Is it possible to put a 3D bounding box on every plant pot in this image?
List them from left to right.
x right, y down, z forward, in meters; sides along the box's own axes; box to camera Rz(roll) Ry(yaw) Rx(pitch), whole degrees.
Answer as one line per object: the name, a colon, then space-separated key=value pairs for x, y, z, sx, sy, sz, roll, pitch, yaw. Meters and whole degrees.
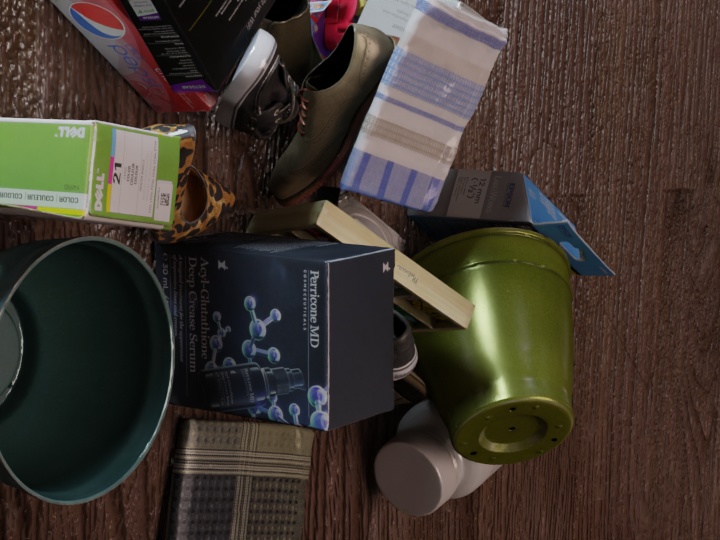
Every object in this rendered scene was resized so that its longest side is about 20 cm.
plant pot: x=-0.258 y=0.069 z=1.242 sx=0.200 sy=0.134 sz=0.202 roll=-12 pitch=105 yaw=-55
plant pot: x=0.145 y=0.092 z=1.706 sx=0.200 sy=0.199 sz=0.194 roll=46 pitch=26 yaw=-48

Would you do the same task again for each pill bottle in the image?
pill bottle: x=0.105 y=0.189 z=1.803 sx=0.200 sy=0.114 sz=0.115 roll=-32 pitch=121 yaw=-49

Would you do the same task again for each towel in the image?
towel: x=-0.122 y=0.241 z=1.564 sx=0.200 sy=0.034 sz=0.194 roll=13 pitch=81 yaw=-53
towel: x=0.063 y=-0.155 z=1.539 sx=0.147 sy=0.024 sz=0.201 roll=14 pitch=103 yaw=-53

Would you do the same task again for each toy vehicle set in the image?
toy vehicle set: x=0.000 y=0.000 z=1.556 sx=0.200 sy=0.124 sz=0.027 roll=34 pitch=67 yaw=-28

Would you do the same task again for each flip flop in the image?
flip flop: x=0.006 y=0.079 z=1.625 sx=0.200 sy=0.081 sz=0.058 roll=46 pitch=44 yaw=-41

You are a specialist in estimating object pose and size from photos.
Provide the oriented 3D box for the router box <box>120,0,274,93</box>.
router box: x=-0.125 y=-0.268 z=1.338 sx=0.201 sy=0.051 sz=0.150 roll=-62 pitch=140 yaw=-33

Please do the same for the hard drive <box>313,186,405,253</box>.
hard drive: x=-0.023 y=0.032 z=1.663 sx=0.140 sy=0.038 sz=0.201 roll=38 pitch=65 yaw=-51

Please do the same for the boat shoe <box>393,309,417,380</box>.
boat shoe: x=-0.028 y=0.030 z=1.510 sx=0.069 sy=0.199 sz=0.057 roll=-45 pitch=152 yaw=-31

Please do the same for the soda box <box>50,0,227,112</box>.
soda box: x=-0.189 y=-0.213 z=1.354 sx=0.200 sy=0.070 sz=0.064 roll=48 pitch=54 yaw=-47

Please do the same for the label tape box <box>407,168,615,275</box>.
label tape box: x=0.173 y=-0.054 z=1.790 sx=0.143 sy=0.199 sz=0.066 roll=38 pitch=62 yaw=-51

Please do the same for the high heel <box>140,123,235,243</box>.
high heel: x=-0.139 y=-0.080 z=1.380 sx=0.199 sy=0.142 sz=0.072 roll=-1 pitch=69 yaw=-53

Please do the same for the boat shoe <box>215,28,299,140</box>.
boat shoe: x=-0.085 y=-0.153 z=1.422 sx=0.070 sy=0.066 sz=0.200 roll=-63 pitch=-175 yaw=-15

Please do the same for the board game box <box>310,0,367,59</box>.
board game box: x=0.002 y=-0.262 z=1.649 sx=0.200 sy=0.039 sz=0.158 roll=-57 pitch=137 yaw=-33

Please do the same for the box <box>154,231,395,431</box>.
box: x=-0.077 y=0.050 z=1.443 sx=0.107 sy=0.199 sz=0.150 roll=-12 pitch=104 yaw=-54

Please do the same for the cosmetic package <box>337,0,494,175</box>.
cosmetic package: x=0.037 y=-0.179 z=1.606 sx=0.081 sy=0.113 sz=0.201 roll=18 pitch=97 yaw=-55

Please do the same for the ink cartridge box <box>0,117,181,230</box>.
ink cartridge box: x=-0.254 y=-0.079 z=1.212 sx=0.200 sy=0.147 sz=0.076 roll=7 pitch=89 yaw=-55

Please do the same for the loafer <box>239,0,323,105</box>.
loafer: x=-0.080 y=-0.229 z=1.511 sx=0.200 sy=0.069 sz=0.075 roll=55 pitch=52 yaw=-44

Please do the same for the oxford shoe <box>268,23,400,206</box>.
oxford shoe: x=-0.039 y=-0.152 z=1.540 sx=0.075 sy=0.071 sz=0.200 roll=23 pitch=110 yaw=-37
